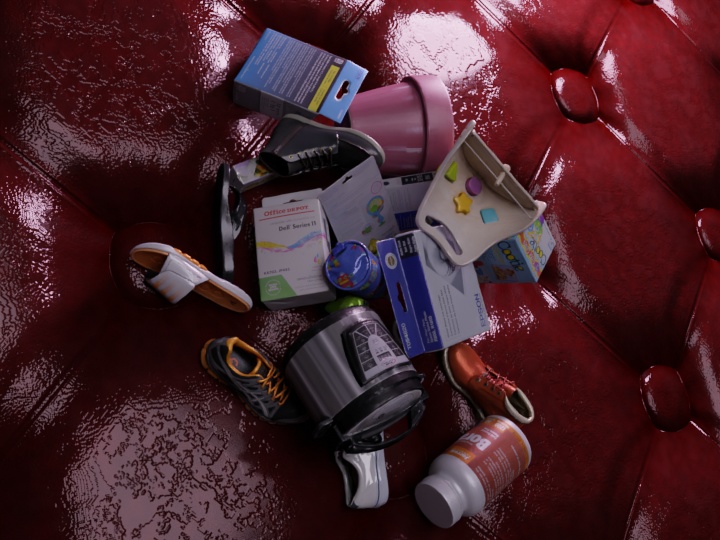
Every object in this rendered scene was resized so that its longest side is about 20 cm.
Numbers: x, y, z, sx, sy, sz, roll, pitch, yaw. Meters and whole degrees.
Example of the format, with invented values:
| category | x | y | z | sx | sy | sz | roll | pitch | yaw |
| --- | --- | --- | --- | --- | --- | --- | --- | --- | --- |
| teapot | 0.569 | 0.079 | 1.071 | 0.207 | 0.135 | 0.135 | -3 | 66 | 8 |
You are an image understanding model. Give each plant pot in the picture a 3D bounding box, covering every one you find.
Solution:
| category | x | y | z | sx | sy | sz | roll | pitch | yaw |
| --- | --- | --- | --- | --- | --- | --- | --- | --- | --- |
| plant pot | 0.051 | -0.249 | 1.540 | 0.178 | 0.200 | 0.201 | -5 | 74 | -16 |

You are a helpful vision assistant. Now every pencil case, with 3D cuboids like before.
| category | x | y | z | sx | sy | sz | roll | pitch | yaw |
| --- | --- | --- | --- | --- | --- | --- | --- | --- | --- |
| pencil case | 0.000 | 0.000 | 1.394 | 0.078 | 0.200 | 0.087 | -39 | 77 | 6 |

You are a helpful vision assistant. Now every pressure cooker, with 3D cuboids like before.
| category | x | y | z | sx | sy | sz | roll | pitch | yaw |
| --- | --- | --- | --- | --- | --- | --- | --- | --- | --- |
| pressure cooker | 0.000 | 0.175 | 1.282 | 0.176 | 0.179 | 0.201 | -37 | 69 | 6 |

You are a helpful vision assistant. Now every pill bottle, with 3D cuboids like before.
| category | x | y | z | sx | sy | sz | roll | pitch | yaw |
| --- | --- | --- | --- | --- | --- | --- | --- | --- | --- |
| pill bottle | 0.187 | 0.338 | 1.428 | 0.199 | 0.112 | 0.113 | -30 | 88 | -36 |

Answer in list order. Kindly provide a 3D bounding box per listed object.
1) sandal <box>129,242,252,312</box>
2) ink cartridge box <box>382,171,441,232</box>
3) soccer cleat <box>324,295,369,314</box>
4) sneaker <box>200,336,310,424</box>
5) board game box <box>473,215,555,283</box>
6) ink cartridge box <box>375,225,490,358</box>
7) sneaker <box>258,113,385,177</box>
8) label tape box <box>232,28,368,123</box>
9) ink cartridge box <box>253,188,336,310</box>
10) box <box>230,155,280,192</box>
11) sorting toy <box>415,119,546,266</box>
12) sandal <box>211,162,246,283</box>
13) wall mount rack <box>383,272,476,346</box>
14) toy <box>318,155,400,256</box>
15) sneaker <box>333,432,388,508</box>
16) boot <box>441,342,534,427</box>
| category | x | y | z | sx | sy | sz | roll | pitch | yaw |
| --- | --- | --- | --- | --- | --- | --- | --- | --- | --- |
| sandal | -0.260 | 0.027 | 1.301 | 0.206 | 0.079 | 0.060 | 30 | 56 | -20 |
| ink cartridge box | 0.083 | -0.118 | 1.514 | 0.198 | 0.100 | 0.039 | -9 | 38 | 1 |
| soccer cleat | 0.006 | 0.130 | 1.432 | 0.067 | 0.081 | 0.201 | -42 | 117 | -41 |
| sneaker | -0.153 | 0.171 | 1.311 | 0.200 | 0.077 | 0.079 | 36 | 56 | -16 |
| board game box | 0.230 | -0.048 | 1.535 | 0.103 | 0.199 | 0.105 | -56 | 128 | -33 |
| ink cartridge box | 0.126 | 0.028 | 1.414 | 0.199 | 0.040 | 0.201 | -15 | 90 | -47 |
| sneaker | -0.065 | -0.187 | 1.426 | 0.199 | 0.075 | 0.107 | 18 | 52 | 14 |
| label tape box | -0.105 | -0.326 | 1.500 | 0.199 | 0.066 | 0.144 | 23 | 58 | 2 |
| ink cartridge box | -0.110 | -0.046 | 1.393 | 0.116 | 0.067 | 0.201 | -10 | 72 | 7 |
| box | -0.141 | -0.187 | 1.478 | 0.199 | 0.041 | 0.039 | -28 | 84 | -36 |
| sorting toy | 0.176 | -0.109 | 1.412 | 0.200 | 0.107 | 0.180 | 45 | 70 | -19 |
| sandal | -0.211 | -0.072 | 1.375 | 0.048 | 0.075 | 0.202 | 2 | 80 | -24 |
| wall mount rack | 0.104 | 0.040 | 1.507 | 0.200 | 0.074 | 0.174 | -41 | 98 | -21 |
| toy | -0.005 | -0.097 | 1.459 | 0.115 | 0.047 | 0.201 | -37 | 134 | -14 |
| sneaker | -0.005 | 0.280 | 1.360 | 0.070 | 0.073 | 0.201 | -1 | 72 | -35 |
| boot | 0.228 | 0.199 | 1.513 | 0.075 | 0.107 | 0.200 | -37 | 91 | -34 |
